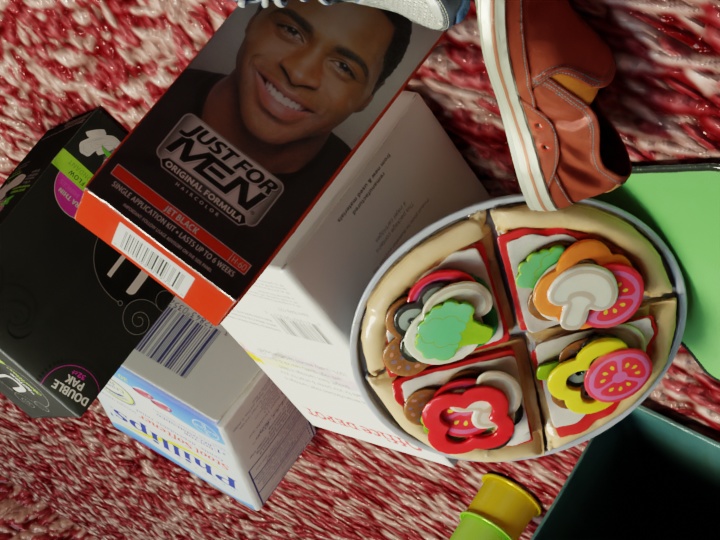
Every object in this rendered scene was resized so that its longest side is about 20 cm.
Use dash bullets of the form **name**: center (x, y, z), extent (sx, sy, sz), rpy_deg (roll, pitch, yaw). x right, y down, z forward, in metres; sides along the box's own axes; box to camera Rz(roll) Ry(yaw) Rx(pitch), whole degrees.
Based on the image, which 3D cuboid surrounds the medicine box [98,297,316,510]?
- **medicine box**: center (-0.155, 0.109, 1.663), extent (0.182, 0.103, 0.200), rpy_deg (28, 157, 22)

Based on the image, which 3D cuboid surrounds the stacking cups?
- **stacking cups**: center (0.077, 0.269, 1.504), extent (0.061, 0.200, 0.061), rpy_deg (32, 161, 12)

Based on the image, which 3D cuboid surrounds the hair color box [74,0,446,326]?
- **hair color box**: center (-0.053, -0.080, 0.962), extent (0.102, 0.200, 0.061), rpy_deg (37, 159, -3)

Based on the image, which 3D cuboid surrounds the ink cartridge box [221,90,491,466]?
- **ink cartridge box**: center (0.000, 0.000, 1.128), extent (0.147, 0.145, 0.200), rpy_deg (13, 149, 47)

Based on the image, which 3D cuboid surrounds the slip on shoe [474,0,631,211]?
- **slip on shoe**: center (0.094, -0.109, 0.880), extent (0.061, 0.074, 0.200), rpy_deg (-9, 136, 13)

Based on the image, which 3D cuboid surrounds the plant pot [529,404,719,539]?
- **plant pot**: center (0.223, 0.211, 1.257), extent (0.141, 0.141, 0.200), rpy_deg (25, 164, 27)

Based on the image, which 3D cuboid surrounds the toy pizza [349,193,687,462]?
- **toy pizza**: center (0.094, 0.042, 1.029), extent (0.200, 0.200, 0.032), rpy_deg (51, -164, -35)

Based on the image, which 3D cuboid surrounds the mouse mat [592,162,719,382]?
- **mouse mat**: center (0.208, 0.008, 1.017), extent (0.200, 0.008, 0.161), rpy_deg (45, 158, -26)

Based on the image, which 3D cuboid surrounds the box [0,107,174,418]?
- **box**: center (-0.236, -0.002, 1.413), extent (0.149, 0.200, 0.124), rpy_deg (44, 158, -18)

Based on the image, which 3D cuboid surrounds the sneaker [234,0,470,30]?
- **sneaker**: center (-0.038, -0.165, 0.920), extent (0.200, 0.085, 0.077), rpy_deg (29, 158, 16)
